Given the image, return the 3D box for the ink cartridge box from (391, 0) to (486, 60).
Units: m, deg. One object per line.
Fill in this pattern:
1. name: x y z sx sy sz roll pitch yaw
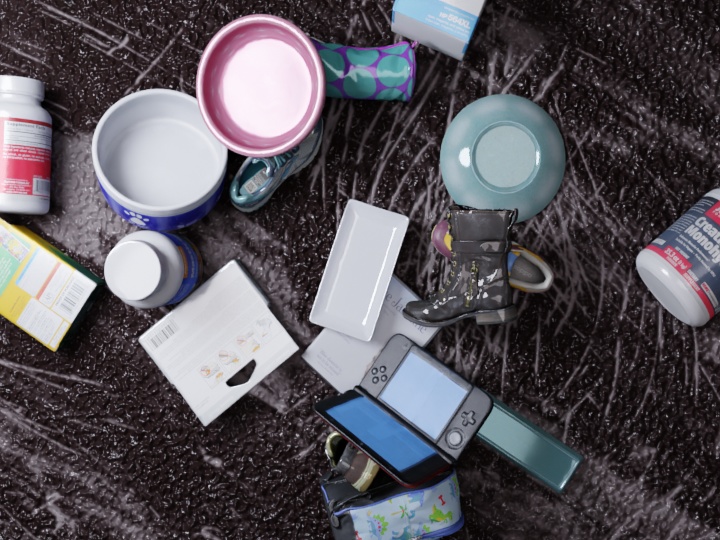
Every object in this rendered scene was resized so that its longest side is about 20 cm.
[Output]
1. ink cartridge box: 0.139 -0.444 1.300 0.123 0.129 0.203 23 92 1

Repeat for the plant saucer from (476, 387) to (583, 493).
1. plant saucer: 0.252 0.269 1.365 0.198 0.019 0.071 34 92 0

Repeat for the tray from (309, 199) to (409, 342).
1. tray: 0.000 0.000 1.353 0.106 0.022 0.204 18 87 16

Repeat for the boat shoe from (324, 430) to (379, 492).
1. boat shoe: -0.019 0.260 1.280 0.066 0.201 0.072 36 91 -12

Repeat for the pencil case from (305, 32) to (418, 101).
1. pencil case: -0.012 -0.311 1.331 0.196 0.085 0.094 5 104 2

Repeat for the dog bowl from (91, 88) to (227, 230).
1. dog bowl: -0.299 -0.166 1.310 0.196 0.079 0.204 4 68 -9

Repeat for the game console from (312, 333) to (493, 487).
1. game console: 0.063 0.194 1.259 0.199 0.119 0.174 33 85 29

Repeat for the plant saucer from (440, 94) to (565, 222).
1. plant saucer: 0.222 -0.174 1.347 0.197 0.039 0.205 0 91 3

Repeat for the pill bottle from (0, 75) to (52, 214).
1. pill bottle: -0.534 -0.191 1.339 0.110 0.112 0.204 2 91 2

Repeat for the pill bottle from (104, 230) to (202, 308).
1. pill bottle: -0.307 -0.002 1.290 0.110 0.200 0.115 0 91 2

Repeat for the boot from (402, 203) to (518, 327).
1. boot: 0.146 -0.010 1.290 0.196 0.069 0.178 -4 99 25

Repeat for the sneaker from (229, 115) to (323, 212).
1. sneaker: -0.127 -0.171 1.337 0.077 0.086 0.201 39 92 0

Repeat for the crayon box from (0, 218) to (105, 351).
1. crayon box: -0.521 0.018 1.373 0.198 0.052 0.127 34 92 1

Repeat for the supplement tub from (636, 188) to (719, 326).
1. supplement tub: 0.524 -0.029 1.287 0.199 0.140 0.141 -41 89 2

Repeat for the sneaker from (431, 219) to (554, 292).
1. sneaker: 0.203 -0.026 1.324 0.197 0.090 0.076 21 92 1

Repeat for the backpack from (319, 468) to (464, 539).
1. backpack: 0.054 0.366 1.295 0.196 0.183 0.150 -16 94 -8

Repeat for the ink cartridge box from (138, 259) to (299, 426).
1. ink cartridge box: -0.219 0.112 1.367 0.199 0.044 0.174 -39 90 2

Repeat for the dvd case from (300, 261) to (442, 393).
1. dvd case: 0.021 0.109 1.370 0.142 0.018 0.201 41 92 2

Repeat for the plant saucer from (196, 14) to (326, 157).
1. plant saucer: -0.142 -0.268 1.277 0.196 0.051 0.205 1 96 11
